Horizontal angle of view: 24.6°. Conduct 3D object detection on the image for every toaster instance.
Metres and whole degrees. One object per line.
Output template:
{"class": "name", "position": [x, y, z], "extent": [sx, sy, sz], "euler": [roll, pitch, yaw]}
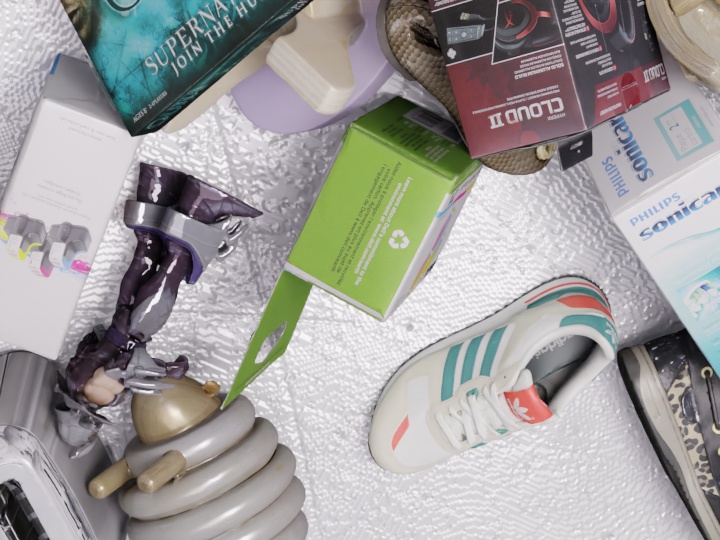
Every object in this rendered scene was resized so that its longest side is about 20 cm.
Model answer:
{"class": "toaster", "position": [-0.229, 0.163, 1.118], "extent": [0.113, 0.129, 0.201], "euler": [-21, 110, 5]}

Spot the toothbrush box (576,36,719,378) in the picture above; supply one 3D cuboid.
{"class": "toothbrush box", "position": [0.215, -0.030, 1.038], "extent": [0.085, 0.147, 0.200], "euler": [-32, 125, 13]}

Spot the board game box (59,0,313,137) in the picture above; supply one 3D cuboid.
{"class": "board game box", "position": [-0.094, -0.183, 0.926], "extent": [0.200, 0.028, 0.136], "euler": [-34, 82, 36]}

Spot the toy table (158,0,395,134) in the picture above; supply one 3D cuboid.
{"class": "toy table", "position": [-0.046, -0.166, 0.989], "extent": [0.184, 0.117, 0.201], "euler": [34, 117, 24]}

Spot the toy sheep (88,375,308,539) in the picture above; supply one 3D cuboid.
{"class": "toy sheep", "position": [-0.100, 0.160, 1.123], "extent": [0.137, 0.138, 0.201], "euler": [-21, 104, 4]}

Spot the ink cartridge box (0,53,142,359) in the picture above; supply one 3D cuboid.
{"class": "ink cartridge box", "position": [-0.202, -0.025, 1.060], "extent": [0.068, 0.115, 0.201], "euler": [21, 108, -12]}

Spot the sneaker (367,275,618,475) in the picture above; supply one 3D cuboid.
{"class": "sneaker", "position": [0.090, 0.082, 1.127], "extent": [0.199, 0.093, 0.070], "euler": [-33, 108, 8]}

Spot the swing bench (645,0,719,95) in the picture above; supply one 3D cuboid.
{"class": "swing bench", "position": [0.288, -0.171, 0.994], "extent": [0.200, 0.130, 0.199], "euler": [-45, 136, 14]}

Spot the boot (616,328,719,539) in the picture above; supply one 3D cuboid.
{"class": "boot", "position": [0.285, 0.110, 1.161], "extent": [0.153, 0.074, 0.204], "euler": [-28, 110, 3]}

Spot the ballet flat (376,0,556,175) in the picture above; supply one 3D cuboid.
{"class": "ballet flat", "position": [0.077, -0.112, 0.990], "extent": [0.046, 0.068, 0.200], "euler": [-5, 156, 32]}

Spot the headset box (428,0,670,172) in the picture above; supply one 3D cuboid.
{"class": "headset box", "position": [0.100, -0.157, 0.922], "extent": [0.075, 0.149, 0.201], "euler": [-12, 99, 30]}

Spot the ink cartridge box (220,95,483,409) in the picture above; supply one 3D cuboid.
{"class": "ink cartridge box", "position": [0.000, 0.000, 1.057], "extent": [0.075, 0.148, 0.201], "euler": [27, 107, 6]}

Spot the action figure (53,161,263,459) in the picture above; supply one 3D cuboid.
{"class": "action figure", "position": [-0.144, 0.033, 1.077], "extent": [0.069, 0.130, 0.201], "euler": [26, 89, -32]}
